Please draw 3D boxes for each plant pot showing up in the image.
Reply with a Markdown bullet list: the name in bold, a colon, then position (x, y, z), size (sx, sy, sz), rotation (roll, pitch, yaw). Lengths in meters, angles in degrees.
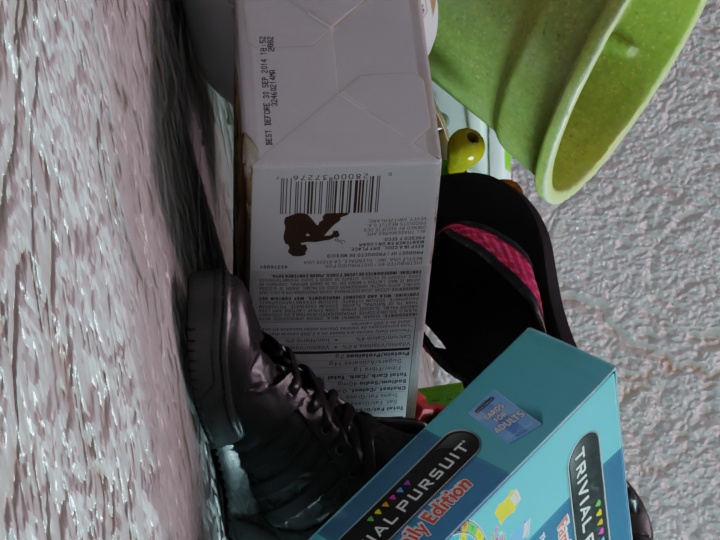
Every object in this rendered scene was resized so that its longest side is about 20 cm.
- **plant pot**: position (0.072, -0.165, 1.319), size (0.201, 0.184, 0.201), rotation (-54, 166, -20)

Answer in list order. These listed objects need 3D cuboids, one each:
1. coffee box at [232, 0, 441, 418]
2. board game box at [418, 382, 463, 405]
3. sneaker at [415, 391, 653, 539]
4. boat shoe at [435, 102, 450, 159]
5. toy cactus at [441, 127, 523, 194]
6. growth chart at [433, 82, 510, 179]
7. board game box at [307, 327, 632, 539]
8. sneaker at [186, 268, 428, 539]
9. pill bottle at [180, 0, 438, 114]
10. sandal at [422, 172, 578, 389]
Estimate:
- **coffee box**: position (-0.014, -0.020, 1.093), size (0.200, 0.079, 0.113), rotation (94, -8, -51)
- **board game box**: position (0.011, 0.099, 1.352), size (0.200, 0.095, 0.030), rotation (-73, 155, -81)
- **sneaker**: position (0.047, 0.107, 1.185), size (0.071, 0.200, 0.098), rotation (-57, 152, -29)
- **boat shoe**: position (0.000, -0.108, 1.430), size (0.200, 0.073, 0.063), rotation (62, 15, -17)
- **toy cactus**: position (0.000, 0.000, 1.321), size (0.200, 0.102, 0.166), rotation (14, -93, 55)
- **growth chart**: position (0.011, -0.126, 1.464), size (0.018, 0.200, 0.145), rotation (-42, 152, -31)
- **board game box**: position (0.030, 0.142, 1.007), size (0.200, 0.047, 0.151), rotation (-42, 140, -31)
- **sneaker**: position (-0.007, 0.077, 1.057), size (0.060, 0.104, 0.200), rotation (-92, 173, -54)
- **pill bottle**: position (-0.025, -0.131, 1.138), size (0.200, 0.114, 0.115), rotation (79, 5, -48)
- **sandal**: position (0.056, 0.019, 1.146), size (0.045, 0.075, 0.200), rotation (29, 26, -37)
